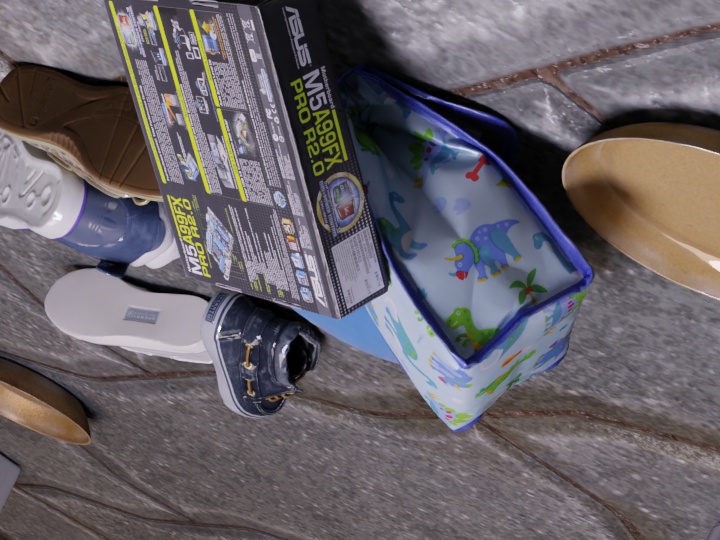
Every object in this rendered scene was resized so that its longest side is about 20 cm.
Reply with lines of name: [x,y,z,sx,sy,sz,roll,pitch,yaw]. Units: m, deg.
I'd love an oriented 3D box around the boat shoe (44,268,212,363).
boat shoe: [-0.203,0.047,1.902,0.199,0.072,0.069,4,154,28]

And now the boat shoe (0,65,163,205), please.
boat shoe: [-0.181,-0.095,1.481,0.199,0.073,0.063,27,171,33]

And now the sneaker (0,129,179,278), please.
sneaker: [-0.210,-0.052,1.610,0.146,0.081,0.200,18,-175,-33]

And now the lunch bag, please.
lunch bag: [0.048,-0.021,1.296,0.200,0.127,0.170,52,167,16]

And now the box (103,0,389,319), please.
box: [-0.070,-0.080,1.227,0.160,0.044,0.201,14,126,49]

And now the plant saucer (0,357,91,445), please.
plant saucer: [-0.412,0.152,2.490,0.199,0.036,0.200,23,162,8]

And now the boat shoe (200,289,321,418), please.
boat shoe: [-0.079,0.092,1.838,0.091,0.071,0.200,23,160,21]

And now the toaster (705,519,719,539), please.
toaster: [0.341,0.271,1.688,0.113,0.130,0.200,27,162,-8]

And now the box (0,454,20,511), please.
box: [-0.651,0.338,3.047,0.198,0.201,0.131,11,159,38]

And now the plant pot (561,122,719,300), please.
plant pot: [0.215,-0.032,1.194,0.199,0.028,0.200,24,161,8]

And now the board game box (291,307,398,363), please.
board game box: [0.000,0.000,1.548,0.158,0.039,0.200,31,157,1]
